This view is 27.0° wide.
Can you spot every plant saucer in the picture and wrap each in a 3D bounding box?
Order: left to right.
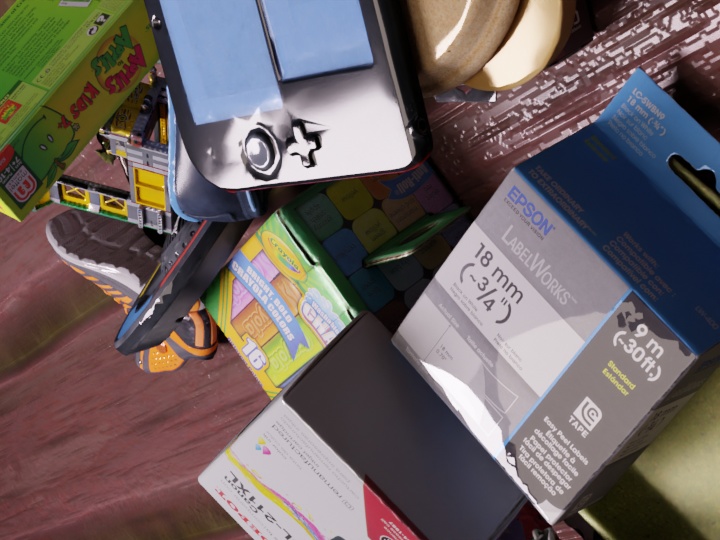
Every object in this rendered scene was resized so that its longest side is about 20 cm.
[{"bbox_3d":[0.193,0.070,0.831,0.200,0.048,0.200,44,120,25],"label":"plant saucer"}]

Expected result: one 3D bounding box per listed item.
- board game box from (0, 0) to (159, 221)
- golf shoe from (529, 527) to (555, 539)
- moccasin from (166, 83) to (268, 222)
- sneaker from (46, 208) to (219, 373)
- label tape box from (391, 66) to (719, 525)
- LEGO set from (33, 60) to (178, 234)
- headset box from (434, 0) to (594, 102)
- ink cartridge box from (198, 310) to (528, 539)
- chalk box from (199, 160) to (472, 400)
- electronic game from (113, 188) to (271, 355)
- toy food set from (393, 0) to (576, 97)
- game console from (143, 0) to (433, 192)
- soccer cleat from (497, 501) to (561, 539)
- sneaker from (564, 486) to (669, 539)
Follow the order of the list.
[{"bbox_3d":[-0.195,-0.134,0.966,0.101,0.200,0.048,23,158,40],"label":"board game box"},{"bbox_3d":[0.099,0.199,0.894,0.077,0.088,0.200,37,164,-21],"label":"golf shoe"},{"bbox_3d":[-0.079,-0.123,0.922,0.068,0.081,0.201,8,127,7],"label":"moccasin"},{"bbox_3d":[-0.202,0.025,1.319,0.199,0.077,0.113,31,137,34],"label":"sneaker"},{"bbox_3d":[0.124,0.013,0.806,0.144,0.063,0.201,48,122,22],"label":"label tape box"},{"bbox_3d":[-0.164,-0.129,1.028,0.153,0.201,0.116,22,150,7],"label":"LEGO set"},{"bbox_3d":[0.038,-0.191,0.844,0.148,0.077,0.201,9,122,48],"label":"headset box"},{"bbox_3d":[-0.004,0.132,0.933,0.146,0.083,0.200,45,151,1],"label":"ink cartridge box"},{"bbox_3d":[0.000,0.000,1.004,0.124,0.125,0.200,53,145,3],"label":"chalk box"},{"bbox_3d":[-0.115,-0.025,1.071,0.041,0.201,0.200,35,147,-9],"label":"electronic game"},{"bbox_3d":[0.017,-0.185,0.752,0.199,0.048,0.200,6,113,48],"label":"toy food set"},{"bbox_3d":[-0.051,-0.143,0.785,0.176,0.031,0.202,-1,108,48],"label":"game console"},{"bbox_3d":[0.115,0.189,0.971,0.077,0.066,0.201,-66,35,36],"label":"soccer cleat"},{"bbox_3d":[0.199,0.168,0.925,0.200,0.079,0.130,61,156,12],"label":"sneaker"}]
